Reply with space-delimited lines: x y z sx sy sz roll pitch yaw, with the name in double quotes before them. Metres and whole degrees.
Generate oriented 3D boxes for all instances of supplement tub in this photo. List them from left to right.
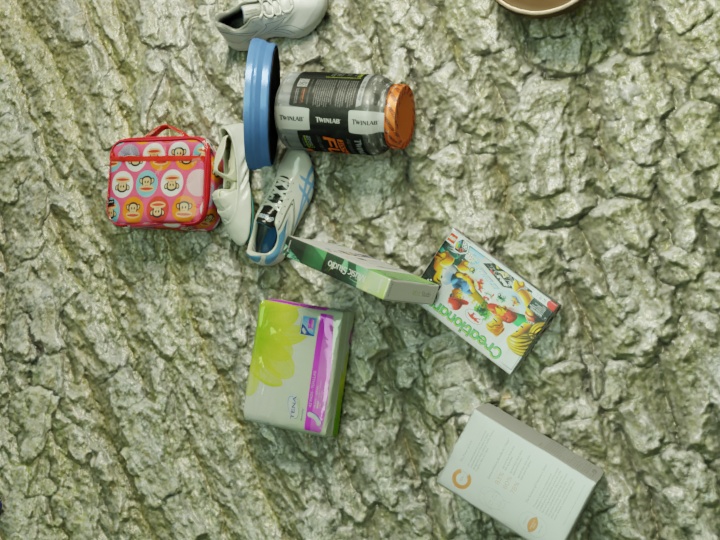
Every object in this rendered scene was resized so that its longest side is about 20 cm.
"supplement tub" -0.023 -0.242 1.562 0.198 0.122 0.124 7 90 22

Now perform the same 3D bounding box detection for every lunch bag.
"lunch bag" -0.326 -0.157 1.704 0.198 0.082 0.179 1 85 19

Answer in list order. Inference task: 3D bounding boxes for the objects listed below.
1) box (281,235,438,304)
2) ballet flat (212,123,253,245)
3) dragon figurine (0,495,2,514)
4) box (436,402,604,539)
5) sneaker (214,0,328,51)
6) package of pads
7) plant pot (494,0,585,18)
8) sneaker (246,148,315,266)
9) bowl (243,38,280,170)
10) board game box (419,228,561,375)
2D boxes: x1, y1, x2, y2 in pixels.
"box" 0.000 0.000 1.513 0.199 0.144 0.037 22 98 34
"ballet flat" -0.212 -0.143 1.654 0.069 0.069 0.203 0 84 21
"dragon figurine" -0.710 0.366 1.840 0.098 0.059 0.203 -15 83 20
"box" 0.231 0.298 1.458 0.199 0.097 0.125 30 99 19
"sneaker" -0.145 -0.411 1.635 0.198 0.087 0.075 -18 80 18
"package of pads" -0.101 0.153 1.607 0.153 0.068 0.203 8 91 21
"plant pot" 0.272 -0.460 1.472 0.198 0.093 0.204 -1 87 21
"sneaker" -0.128 -0.103 1.626 0.071 0.072 0.202 20 94 22
"bowl" -0.151 -0.258 1.577 0.039 0.201 0.203 3 89 1
"board game box" 0.184 0.045 1.518 0.199 0.035 0.127 37 102 19
